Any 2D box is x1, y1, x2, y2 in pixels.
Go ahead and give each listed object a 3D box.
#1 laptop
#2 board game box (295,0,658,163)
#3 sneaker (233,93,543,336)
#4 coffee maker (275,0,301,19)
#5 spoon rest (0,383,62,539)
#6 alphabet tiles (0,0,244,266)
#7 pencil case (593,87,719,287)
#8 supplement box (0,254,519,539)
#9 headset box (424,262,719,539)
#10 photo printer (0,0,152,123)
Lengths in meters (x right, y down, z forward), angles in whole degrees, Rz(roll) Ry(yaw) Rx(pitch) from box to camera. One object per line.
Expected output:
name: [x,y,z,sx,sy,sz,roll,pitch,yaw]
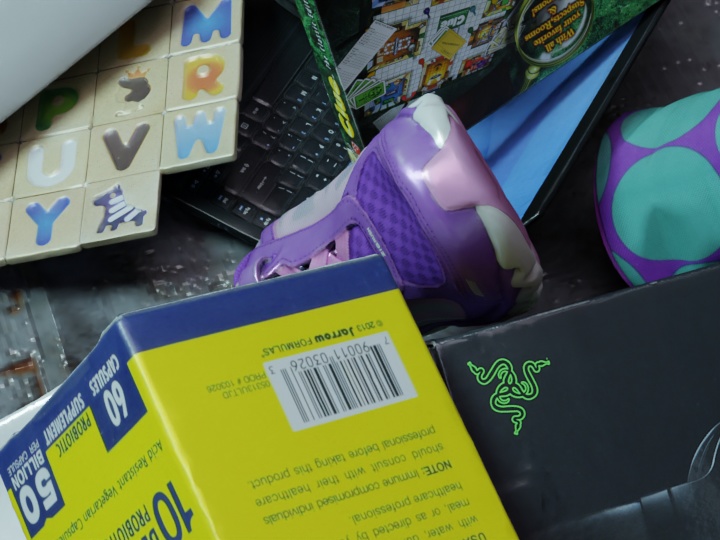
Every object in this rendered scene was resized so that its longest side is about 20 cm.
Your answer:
laptop: [0.011,-0.093,0.992,0.199,0.103,0.177,27,53,8]
board game box: [0.066,-0.126,0.923,0.200,0.105,0.023,-34,37,-19]
sneaker: [0.000,0.000,0.823,0.088,0.200,0.081,-26,87,-15]
coffee maker: [0.037,-0.194,1.010,0.200,0.135,0.192,-32,16,-18]
spoon rest: [-0.125,0.088,0.868,0.099,0.061,0.200,34,56,24]
alphabet tiles: [-0.130,-0.083,1.013,0.166,0.006,0.201,-11,49,13]
pencil case: [0.195,-0.039,0.913,0.199,0.085,0.093,-12,86,34]
supplement box: [-0.017,0.114,0.733,0.109,0.109,0.201,-13,70,-37]
headset box: [0.116,0.090,0.806,0.199,0.093,0.175,-14,84,-13]
photo printer: [-0.195,-0.129,0.963,0.200,0.167,0.069,-40,27,-15]
